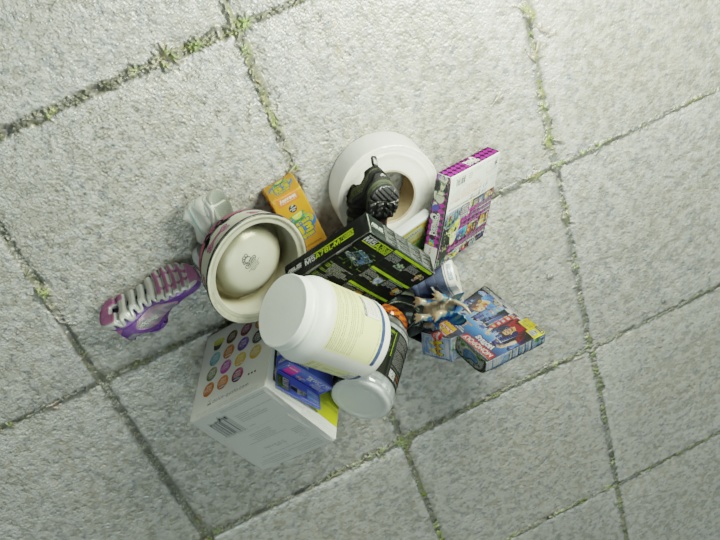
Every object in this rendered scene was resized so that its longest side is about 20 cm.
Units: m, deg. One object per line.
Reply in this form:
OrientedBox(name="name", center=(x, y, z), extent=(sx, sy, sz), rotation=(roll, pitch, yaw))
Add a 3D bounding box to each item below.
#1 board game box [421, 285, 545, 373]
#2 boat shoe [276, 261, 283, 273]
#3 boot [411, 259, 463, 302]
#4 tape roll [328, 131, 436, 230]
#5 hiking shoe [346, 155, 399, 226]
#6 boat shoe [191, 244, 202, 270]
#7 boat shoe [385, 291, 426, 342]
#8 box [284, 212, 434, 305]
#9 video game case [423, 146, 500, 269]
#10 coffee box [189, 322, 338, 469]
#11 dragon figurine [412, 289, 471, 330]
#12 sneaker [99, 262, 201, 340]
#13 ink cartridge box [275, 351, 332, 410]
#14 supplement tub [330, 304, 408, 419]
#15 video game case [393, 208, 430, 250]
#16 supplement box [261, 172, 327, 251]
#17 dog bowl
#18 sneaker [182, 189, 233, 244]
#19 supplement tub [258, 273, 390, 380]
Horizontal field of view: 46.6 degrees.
OrientedBox(name="board game box", center=(0.231, 0.134, 1.672), extent=(0.197, 0.200, 0.063), rotation=(-22, 127, -21))
OrientedBox(name="boat shoe", center=(-0.118, 0.047, 1.596), extent=(0.072, 0.073, 0.200), rotation=(-40, 124, 8))
OrientedBox(name="boot", center=(0.151, 0.027, 1.653), extent=(0.088, 0.074, 0.200), rotation=(-14, 162, 10))
OrientedBox(name="tape roll", center=(0.044, -0.149, 1.540), extent=(0.198, 0.071, 0.206), rotation=(-9, 121, -14))
OrientedBox(name="hiking shoe", center=(0.010, -0.100, 1.463), extent=(0.074, 0.102, 0.201), rotation=(4, 137, -25))
OrientedBox(name="boat shoe", center=(-0.243, 0.027, 1.548), extent=(0.066, 0.071, 0.199), rotation=(-37, 131, 24))
OrientedBox(name="boat shoe", center=(0.108, 0.105, 1.683), extent=(0.073, 0.067, 0.199), rotation=(-23, 146, 17))
OrientedBox(name="box", center=(0.000, 0.000, 1.467), extent=(0.192, 0.048, 0.199), rotation=(-34, 141, 25))
OrientedBox(name="video game case", center=(0.190, -0.120, 1.564), extent=(0.199, 0.035, 0.185), rotation=(-32, 137, -48))
OrientedBox(name="coffee box", center=(-0.170, 0.217, 1.567), extent=(0.197, 0.200, 0.200), rotation=(-26, 129, 29))
OrientedBox(name="dragon figurine", center=(0.166, 0.073, 1.574), extent=(0.098, 0.199, 0.060), rotation=(5, 75, -34))
OrientedBox(name="sneaker", center=(-0.370, 0.063, 1.517), extent=(0.197, 0.081, 0.089), rotation=(-29, 132, 4))
OrientedBox(name="ink cartridge box", center=(-0.098, 0.137, 1.503), extent=(0.041, 0.203, 0.119), rotation=(-25, 137, 31))
OrientedBox(name="supplement tub", center=(0.023, 0.167, 1.579), extent=(0.120, 0.202, 0.124), rotation=(11, 136, 11))
OrientedBox(name="video game case", center=(0.070, -0.014, 1.592), extent=(0.198, 0.023, 0.182), rotation=(-35, 149, 3))
OrientedBox(name="supplement box", center=(-0.106, -0.074, 1.533), extent=(0.066, 0.069, 0.202), rotation=(-30, 122, -4))
OrientedBox(name="dog bowl", center=(-0.193, -0.015, 1.447), extent=(0.197, 0.073, 0.204), rotation=(-19, 124, -31))
OrientedBox(name="sneaker", center=(-0.244, -0.062, 1.499), extent=(0.079, 0.071, 0.202), rotation=(-14, 133, 20))
OrientedBox(name="supplement tub", center=(-0.060, 0.095, 1.413), extent=(0.198, 0.146, 0.146), rotation=(24, 110, -41))
